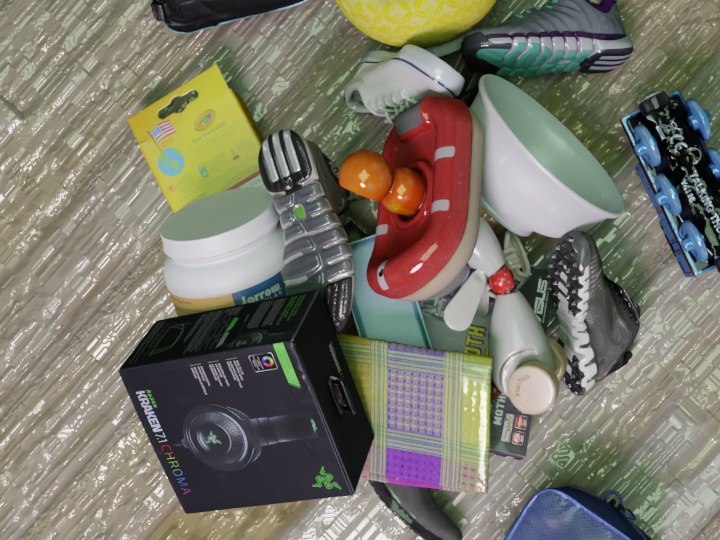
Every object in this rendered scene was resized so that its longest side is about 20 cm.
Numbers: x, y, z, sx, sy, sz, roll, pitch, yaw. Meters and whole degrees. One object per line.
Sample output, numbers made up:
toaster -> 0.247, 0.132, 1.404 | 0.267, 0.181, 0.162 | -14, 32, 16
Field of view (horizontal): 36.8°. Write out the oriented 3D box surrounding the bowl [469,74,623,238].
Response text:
bowl -> 0.170, -0.101, 1.118 | 0.201, 0.201, 0.090 | 47, 114, 6

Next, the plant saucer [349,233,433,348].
plant saucer -> 0.034, 0.064, 1.103 | 0.069, 0.019, 0.203 | -18, 84, 2

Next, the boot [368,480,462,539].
boot -> 0.063, 0.196, 1.170 | 0.200, 0.070, 0.132 | 43, 85, 0

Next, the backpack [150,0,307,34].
backpack -> -0.134, -0.362, 1.158 | 0.196, 0.177, 0.155 | -7, 56, 0

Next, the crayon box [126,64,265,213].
crayon box -> -0.160, -0.110, 1.213 | 0.126, 0.051, 0.202 | -28, 86, 6

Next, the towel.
towel -> 0.035, 0.139, 1.068 | 0.197, 0.023, 0.146 | 5, 101, 23

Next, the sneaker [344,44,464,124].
sneaker -> 0.043, -0.186, 1.128 | 0.073, 0.200, 0.071 | 32, 86, -22

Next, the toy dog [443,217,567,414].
toy dog -> 0.130, 0.056, 1.082 | 0.095, 0.131, 0.203 | -27, 71, 22

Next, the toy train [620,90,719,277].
toy train -> 0.338, -0.088, 1.121 | 0.086, 0.114, 0.202 | -26, 86, 2

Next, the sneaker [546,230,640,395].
sneaker -> 0.246, 0.035, 1.118 | 0.089, 0.067, 0.202 | -20, 127, -12

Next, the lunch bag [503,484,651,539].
lunch bag -> 0.212, 0.315, 1.114 | 0.135, 0.132, 0.201 | 35, 93, 23

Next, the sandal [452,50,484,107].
sandal -> 0.084, -0.168, 1.185 | 0.054, 0.081, 0.202 | 32, 99, 29

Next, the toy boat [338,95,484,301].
toy boat -> 0.037, -0.075, 1.032 | 0.129, 0.130, 0.203 | 15, 69, -30

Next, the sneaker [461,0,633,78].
sneaker -> 0.192, -0.258, 1.154 | 0.197, 0.074, 0.089 | -3, 75, -21

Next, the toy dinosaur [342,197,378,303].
toy dinosaur -> 0.000, 0.000, 1.163 | 0.076, 0.102, 0.204 | 4, 85, 7

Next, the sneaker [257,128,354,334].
sneaker -> -0.033, -0.039, 1.074 | 0.074, 0.115, 0.203 | -14, 88, 21

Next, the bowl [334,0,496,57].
bowl -> 0.071, -0.293, 1.153 | 0.197, 0.202, 0.109 | -15, 129, 6

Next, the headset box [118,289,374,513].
headset box -> -0.097, 0.128, 1.029 | 0.197, 0.093, 0.176 | -10, 115, 20

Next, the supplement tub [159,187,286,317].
supplement tub -> -0.120, 0.032, 1.123 | 0.142, 0.145, 0.203 | -13, 115, 6

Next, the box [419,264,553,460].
box -> 0.113, 0.084, 1.148 | 0.156, 0.048, 0.203 | 13, 77, 0
